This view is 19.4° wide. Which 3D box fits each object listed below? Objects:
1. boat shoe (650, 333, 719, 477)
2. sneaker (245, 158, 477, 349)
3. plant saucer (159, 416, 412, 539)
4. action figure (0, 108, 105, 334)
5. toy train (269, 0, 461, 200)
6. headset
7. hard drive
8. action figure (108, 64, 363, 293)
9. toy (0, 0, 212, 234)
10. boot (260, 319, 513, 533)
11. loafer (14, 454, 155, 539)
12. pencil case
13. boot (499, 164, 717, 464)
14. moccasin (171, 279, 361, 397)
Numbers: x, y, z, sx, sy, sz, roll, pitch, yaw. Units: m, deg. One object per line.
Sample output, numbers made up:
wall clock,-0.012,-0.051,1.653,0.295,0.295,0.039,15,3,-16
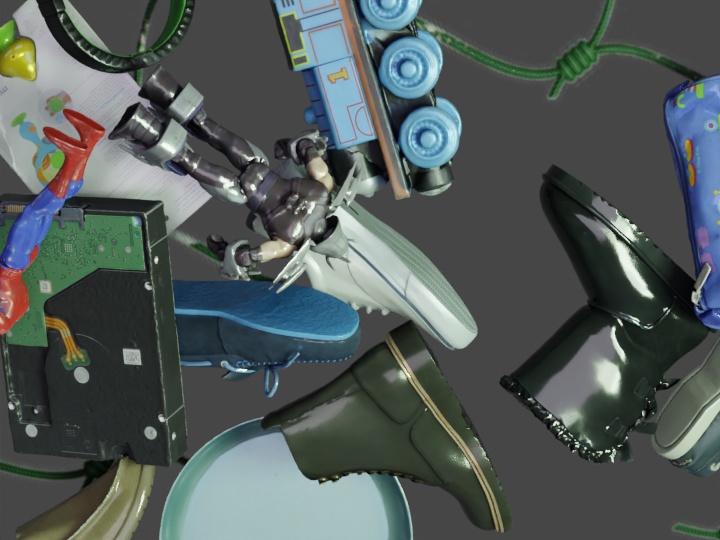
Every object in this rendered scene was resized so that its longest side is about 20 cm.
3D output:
boat shoe,0.309,0.080,1.631,0.062,0.075,0.201,31,104,-26
sneaker,0.000,0.000,1.616,0.200,0.073,0.071,41,106,0
plant saucer,-0.059,0.210,1.655,0.198,0.027,0.202,0,97,-4
action figure,-0.265,-0.032,1.522,0.098,0.065,0.201,27,115,4
toy train,0.006,-0.147,1.586,0.113,0.087,0.202,-15,101,8
headset,-0.197,-0.245,1.557,0.123,0.094,0.202,-20,100,-35
hard drive,-0.205,0.044,1.580,0.138,0.038,0.202,2,110,21
action figure,-0.084,-0.067,1.538,0.199,0.069,0.131,37,61,-8
toy,-0.209,-0.105,1.593,0.115,0.047,0.200,-40,96,8
boot,0.023,0.145,1.614,0.138,0.078,0.201,-29,117,2
loafer,-0.232,0.213,1.621,0.067,0.076,0.201,36,94,-14
pencil case,0.276,-0.051,1.585,0.086,0.078,0.202,-2,77,-24
boot,0.172,0.039,1.624,0.198,0.073,0.163,41,93,-12
moccasin,-0.091,0.049,1.603,0.198,0.080,0.069,8,119,23
